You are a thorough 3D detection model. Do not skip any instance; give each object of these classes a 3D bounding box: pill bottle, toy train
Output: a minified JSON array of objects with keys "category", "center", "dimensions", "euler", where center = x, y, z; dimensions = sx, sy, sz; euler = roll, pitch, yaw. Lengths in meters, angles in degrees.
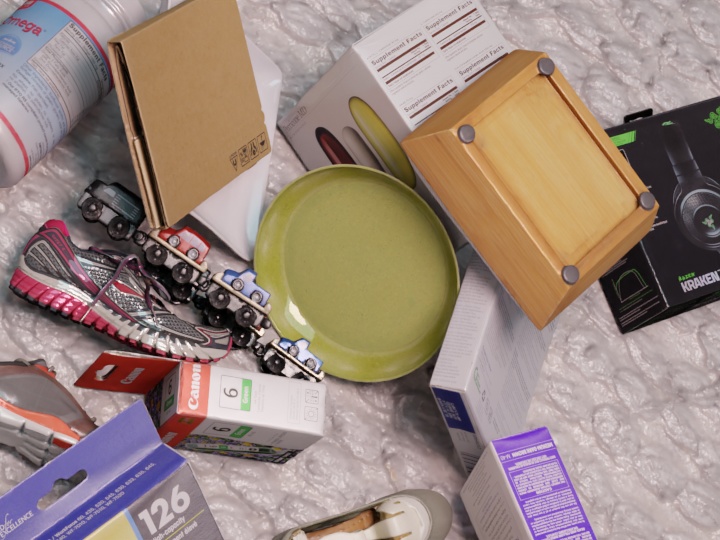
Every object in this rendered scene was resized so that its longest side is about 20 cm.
[{"category":"pill bottle","center":[-0.279,-0.174,1.683],"dimensions":[0.109,0.109,0.200],"euler":[43,60,-4]},{"category":"toy train","center":[-0.156,-0.015,1.672],"dimensions":[0.199,0.034,0.046],"euler":[35,81,-5]},{"category":"toy train","center":[-0.109,0.044,1.720],"dimensions":[0.199,0.034,0.046],"euler":[38,70,-7]}]

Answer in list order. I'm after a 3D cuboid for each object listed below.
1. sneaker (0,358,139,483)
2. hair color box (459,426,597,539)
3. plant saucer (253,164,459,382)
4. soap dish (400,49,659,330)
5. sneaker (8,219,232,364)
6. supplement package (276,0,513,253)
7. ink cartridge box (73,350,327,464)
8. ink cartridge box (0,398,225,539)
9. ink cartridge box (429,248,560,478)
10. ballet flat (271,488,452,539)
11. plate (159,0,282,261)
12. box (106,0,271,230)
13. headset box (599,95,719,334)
[{"category":"sneaker","center":[-0.262,0.114,1.611],"dimensions":[0.199,0.077,0.082],"euler":[27,56,-14]},{"category":"hair color box","center":[0.160,0.251,1.658],"dimensions":[0.064,0.110,0.201],"euler":[-11,63,-20]},{"category":"plant saucer","center":[0.000,0.000,1.716],"dimensions":[0.201,0.200,0.031],"euler":[52,28,1]},{"category":"soap dish","center":[0.150,-0.076,1.635],"dimensions":[0.157,0.081,0.201],"euler":[-39,93,-29]},{"category":"sneaker","center":[-0.199,0.025,1.654],"dimensions":[0.199,0.081,0.075],"euler":[25,83,-14]},{"category":"supplement package","center":[0.061,-0.120,1.765],"dimensions":[0.147,0.191,0.201],"euler":[-34,88,-30]},{"category":"ink cartridge box","center":[-0.139,0.119,1.640],"dimensions":[0.198,0.109,0.051],"euler":[10,68,-20]},{"category":"ink cartridge box","center":[-0.204,0.243,1.563],"dimensions":[0.197,0.047,0.201],"euler":[-36,116,-28]},{"category":"ink cartridge box","center":[0.126,0.066,1.738],"dimensions":[0.040,0.200,0.201],"euler":[11,62,22]},{"category":"ballet flat","center":[0.007,0.238,1.689],"dimensions":[0.198,0.064,0.068],"euler":[-15,78,-27]},{"category":"plate","center":[-0.140,-0.134,1.720],"dimensions":[0.199,0.032,0.202],"euler":[41,51,-55]},{"category":"box","center":[-0.144,-0.147,1.654],"dimensions":[0.200,0.021,0.165],"euler":[-43,125,-57]},{"category":"headset box","center":[0.310,-0.063,1.911],"dimensions":[0.173,0.093,0.202],"euler":[-16,78,-28]}]
